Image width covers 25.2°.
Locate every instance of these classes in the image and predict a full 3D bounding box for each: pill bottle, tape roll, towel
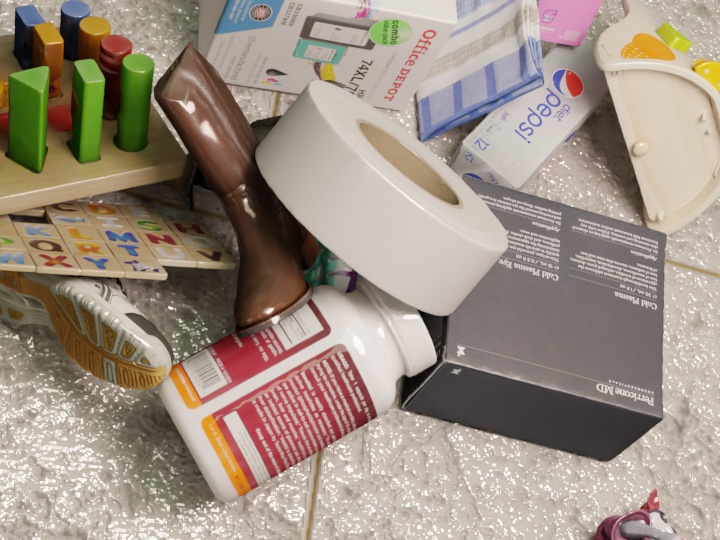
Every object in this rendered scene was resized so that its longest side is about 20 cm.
[{"bbox_3d":[-0.047,0.083,1.236,0.200,0.113,0.113,-29,75,-8],"label":"pill bottle"},{"bbox_3d":[0.018,-0.057,1.242,0.202,0.071,0.203,37,15,-11],"label":"tape roll"},{"bbox_3d":[0.100,-0.232,1.485,0.024,0.147,0.201,23,53,-44],"label":"towel"}]

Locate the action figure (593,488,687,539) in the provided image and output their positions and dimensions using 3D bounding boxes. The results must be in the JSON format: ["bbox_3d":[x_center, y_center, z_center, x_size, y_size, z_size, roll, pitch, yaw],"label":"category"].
[{"bbox_3d":[0.204,0.262,1.303,0.148,0.134,0.200,-3,38,25],"label":"action figure"}]

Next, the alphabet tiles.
[{"bbox_3d":[-0.204,-0.026,1.260,0.199,0.008,0.167,3,19,-24],"label":"alphabet tiles"}]

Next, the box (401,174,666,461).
[{"bbox_3d":[0.150,0.042,1.374,0.199,0.104,0.183,16,58,-12],"label":"box"}]

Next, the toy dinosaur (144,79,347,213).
[{"bbox_3d":[-0.088,-0.095,1.343,0.102,0.200,0.077,-36,107,-54],"label":"toy dinosaur"}]

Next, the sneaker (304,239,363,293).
[{"bbox_3d":[0.000,0.000,1.372,0.087,0.074,0.201,25,63,-27],"label":"sneaker"}]

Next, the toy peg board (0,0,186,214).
[{"bbox_3d":[-0.265,-0.155,1.288,0.199,0.098,0.199,-14,49,-27],"label":"toy peg board"}]

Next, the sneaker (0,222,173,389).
[{"bbox_3d":[-0.207,0.016,1.237,0.200,0.076,0.088,30,43,27],"label":"sneaker"}]

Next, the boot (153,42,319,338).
[{"bbox_3d":[-0.105,-0.065,1.213,0.200,0.064,0.186,63,13,-18],"label":"boot"}]

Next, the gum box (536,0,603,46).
[{"bbox_3d":[0.169,-0.318,1.531,0.066,0.114,0.200,6,38,-26],"label":"gum box"}]

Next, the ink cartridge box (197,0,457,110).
[{"bbox_3d":[-0.032,-0.253,1.437,0.199,0.147,0.146,7,60,-17],"label":"ink cartridge box"}]

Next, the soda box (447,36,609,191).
[{"bbox_3d":[0.162,-0.137,1.499,0.068,0.063,0.200,40,56,5],"label":"soda box"}]

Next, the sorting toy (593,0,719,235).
[{"bbox_3d":[0.283,-0.171,1.506,0.107,0.200,0.180,-18,37,9],"label":"sorting toy"}]
